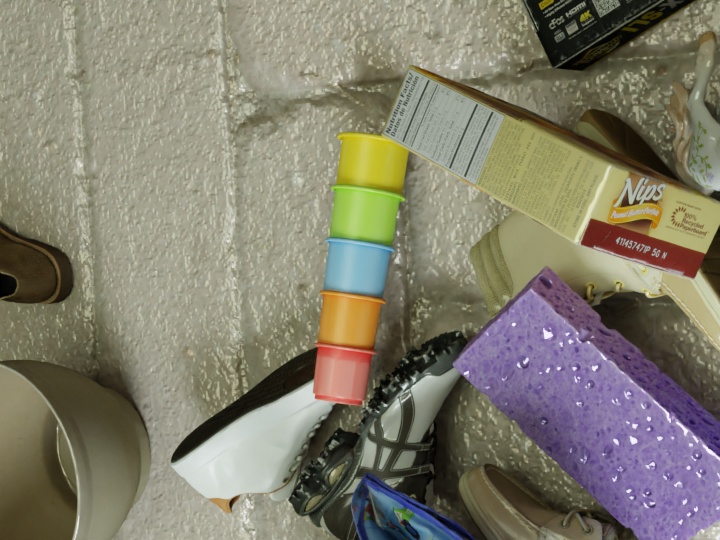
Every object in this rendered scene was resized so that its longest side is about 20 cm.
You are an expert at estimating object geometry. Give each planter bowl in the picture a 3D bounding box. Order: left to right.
[{"bbox_3d":[-0.268,0.168,1.334,0.199,0.134,0.201,5,99,35],"label":"planter bowl"}]

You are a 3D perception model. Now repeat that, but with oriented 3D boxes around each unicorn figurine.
[{"bbox_3d":[0.246,-0.089,0.937,0.073,0.200,0.138,8,79,-4],"label":"unicorn figurine"}]

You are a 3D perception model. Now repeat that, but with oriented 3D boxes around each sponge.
[{"bbox_3d":[0.165,0.098,1.034,0.200,0.030,0.112,42,137,2],"label":"sponge"}]

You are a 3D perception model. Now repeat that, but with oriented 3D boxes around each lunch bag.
[{"bbox_3d":[0.072,0.229,1.064,0.094,0.151,0.200,-48,36,0],"label":"lunch bag"}]

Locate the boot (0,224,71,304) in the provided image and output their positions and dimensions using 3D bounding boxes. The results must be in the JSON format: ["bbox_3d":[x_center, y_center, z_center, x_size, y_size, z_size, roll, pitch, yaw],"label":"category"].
[{"bbox_3d":[-0.363,-0.010,1.416,0.199,0.075,0.074,12,104,34],"label":"boot"}]

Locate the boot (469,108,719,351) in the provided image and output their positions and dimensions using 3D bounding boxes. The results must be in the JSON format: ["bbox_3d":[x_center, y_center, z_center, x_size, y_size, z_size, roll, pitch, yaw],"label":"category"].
[{"bbox_3d":[0.170,0.011,1.043,0.156,0.073,0.200,-48,62,27],"label":"boot"}]

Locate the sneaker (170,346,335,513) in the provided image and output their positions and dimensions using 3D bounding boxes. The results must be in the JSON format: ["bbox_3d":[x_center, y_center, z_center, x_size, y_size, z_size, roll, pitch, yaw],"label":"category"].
[{"bbox_3d":[-0.056,0.129,1.234,0.200,0.073,0.085,-34,104,28],"label":"sneaker"}]

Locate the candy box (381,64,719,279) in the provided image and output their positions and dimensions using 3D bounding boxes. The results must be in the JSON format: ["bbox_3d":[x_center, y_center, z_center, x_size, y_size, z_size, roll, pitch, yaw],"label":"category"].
[{"bbox_3d":[0.118,-0.064,0.969,0.200,0.115,0.056,34,104,48],"label":"candy box"}]

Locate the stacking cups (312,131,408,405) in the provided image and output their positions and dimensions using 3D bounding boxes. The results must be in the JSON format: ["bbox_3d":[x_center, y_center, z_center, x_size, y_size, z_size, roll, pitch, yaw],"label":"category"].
[{"bbox_3d":[0.000,0.000,1.151,0.060,0.060,0.201,6,89,34],"label":"stacking cups"}]

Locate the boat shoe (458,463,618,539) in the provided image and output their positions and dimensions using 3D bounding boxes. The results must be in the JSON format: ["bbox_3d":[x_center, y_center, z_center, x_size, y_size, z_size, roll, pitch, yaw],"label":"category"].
[{"bbox_3d":[0.157,0.199,1.082,0.200,0.072,0.065,42,111,18],"label":"boat shoe"}]

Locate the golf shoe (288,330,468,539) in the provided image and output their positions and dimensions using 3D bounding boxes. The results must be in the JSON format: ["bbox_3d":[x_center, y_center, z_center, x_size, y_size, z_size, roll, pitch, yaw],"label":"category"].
[{"bbox_3d":[0.035,0.132,1.167,0.094,0.078,0.200,40,117,0],"label":"golf shoe"}]

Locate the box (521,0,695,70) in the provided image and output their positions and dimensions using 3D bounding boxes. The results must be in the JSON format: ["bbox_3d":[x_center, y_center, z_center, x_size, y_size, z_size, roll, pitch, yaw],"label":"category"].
[{"bbox_3d":[0.183,-0.250,1.022,0.200,0.049,0.160,-31,75,34],"label":"box"}]
